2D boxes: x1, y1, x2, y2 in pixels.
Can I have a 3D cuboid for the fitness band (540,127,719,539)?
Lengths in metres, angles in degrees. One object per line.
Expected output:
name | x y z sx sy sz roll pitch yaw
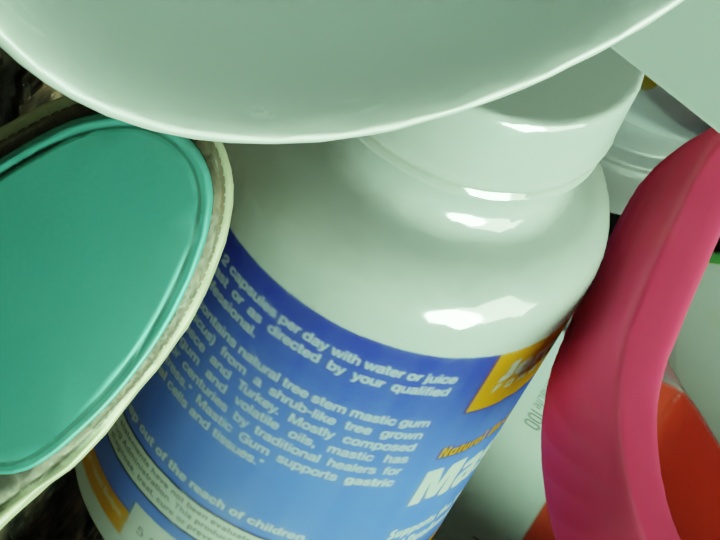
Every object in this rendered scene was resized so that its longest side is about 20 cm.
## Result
fitness band | 0.118 0.043 0.693 0.037 0.144 0.201 -32 -160 43

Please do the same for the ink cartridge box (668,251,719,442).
ink cartridge box | 0.098 0.055 0.918 0.146 0.084 0.199 6 165 -35

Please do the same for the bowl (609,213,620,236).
bowl | 0.144 -0.080 1.021 0.200 0.075 0.200 -42 165 -28

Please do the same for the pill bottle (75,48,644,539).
pill bottle | 0.000 0.000 0.678 0.112 0.112 0.201 -37 162 -44

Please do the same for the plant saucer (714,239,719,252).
plant saucer | 0.170 -0.058 0.948 0.200 0.029 0.200 -48 166 -15

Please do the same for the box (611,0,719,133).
box | 0.119 -0.136 0.501 0.131 0.200 0.200 -40 164 -43

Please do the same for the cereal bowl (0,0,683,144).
cereal bowl | 0.010 -0.117 0.382 0.199 0.084 0.201 -24 149 -15

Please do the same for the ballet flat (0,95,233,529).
ballet flat | -0.102 0.036 0.575 0.200 0.069 0.069 -49 167 6

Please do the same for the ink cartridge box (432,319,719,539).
ink cartridge box | 0.045 0.056 0.793 0.057 0.201 0.163 -12 150 -23

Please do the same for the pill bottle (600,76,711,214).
pill bottle | 0.111 -0.109 0.741 0.112 0.112 0.201 -38 163 -40
